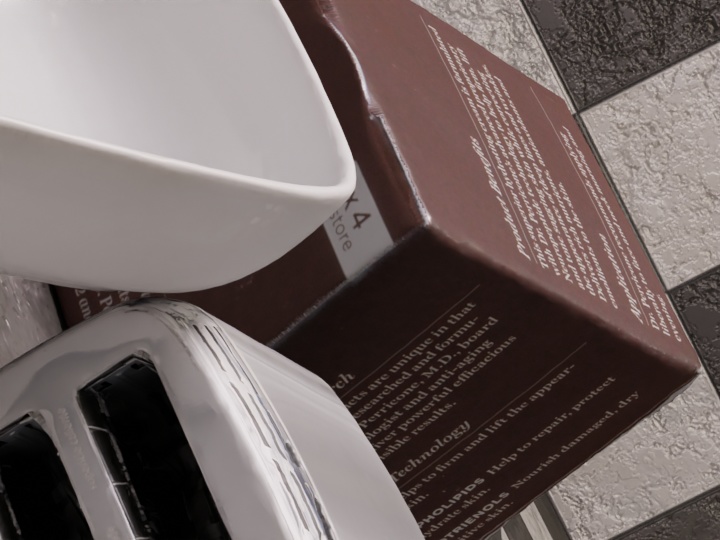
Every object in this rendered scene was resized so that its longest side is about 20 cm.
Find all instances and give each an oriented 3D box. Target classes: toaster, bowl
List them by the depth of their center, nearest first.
[{"bbox_3d":[-0.115,-0.072,0.667,0.200,0.075,0.200,12,36,-37],"label":"bowl"},{"bbox_3d":[-0.045,0.091,0.695,0.200,0.113,0.129,65,8,23],"label":"toaster"}]

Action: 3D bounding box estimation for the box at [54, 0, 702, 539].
[{"bbox_3d":[0.000,0.000,0.983,0.200,0.164,0.166,27,32,-46],"label":"box"}]
